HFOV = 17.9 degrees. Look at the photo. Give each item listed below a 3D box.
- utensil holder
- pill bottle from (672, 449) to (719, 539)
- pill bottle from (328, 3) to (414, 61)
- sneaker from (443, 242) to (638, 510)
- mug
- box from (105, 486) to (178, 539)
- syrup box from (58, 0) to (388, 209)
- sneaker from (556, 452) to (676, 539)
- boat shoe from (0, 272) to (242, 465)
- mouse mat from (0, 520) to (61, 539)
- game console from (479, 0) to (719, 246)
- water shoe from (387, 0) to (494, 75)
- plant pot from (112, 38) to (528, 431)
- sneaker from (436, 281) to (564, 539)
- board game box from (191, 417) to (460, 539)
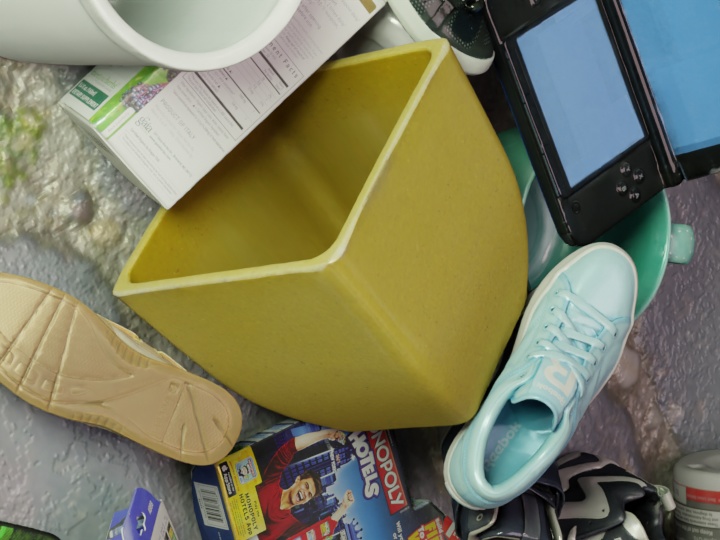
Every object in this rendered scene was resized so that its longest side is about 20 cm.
[{"bbox_3d":[-0.151,-0.205,1.369,0.169,0.200,0.171,-4,97,-38],"label":"utensil holder"},{"bbox_3d":[0.308,0.249,1.817,0.114,0.114,0.201,-8,99,-37],"label":"pill bottle"},{"bbox_3d":[0.062,-0.214,1.589,0.200,0.112,0.113,-52,121,-22],"label":"pill bottle"},{"bbox_3d":[0.128,0.072,1.486,0.074,0.082,0.201,30,84,-9],"label":"sneaker"},{"bbox_3d":[0.142,-0.021,1.666,0.185,0.114,0.152,45,67,-32],"label":"mug"},{"bbox_3d":[-0.126,0.244,1.482,0.041,0.119,0.201,-19,108,9],"label":"box"},{"bbox_3d":[-0.088,-0.141,1.465,0.200,0.079,0.081,-44,120,-6],"label":"syrup box"},{"bbox_3d":[0.155,0.214,1.685,0.199,0.129,0.080,-34,112,-31],"label":"sneaker"},{"bbox_3d":[-0.173,0.065,1.458,0.200,0.069,0.074,32,81,-13],"label":"boat shoe"},{"bbox_3d":[-0.260,0.245,1.401,0.160,0.008,0.201,17,65,-32],"label":"mouse mat"},{"bbox_3d":[0.196,-0.139,1.554,0.171,0.118,0.201,-34,110,-36],"label":"game console"},{"bbox_3d":[0.043,-0.220,1.457,0.200,0.079,0.072,59,27,-8],"label":"water shoe"},{"bbox_3d":[0.000,0.000,1.487,0.200,0.194,0.196,52,49,-31],"label":"plant pot"},{"bbox_3d":[0.123,0.110,1.562,0.077,0.146,0.203,17,127,-18],"label":"sneaker"},{"bbox_3d":[-0.016,0.186,1.593,0.199,0.062,0.201,-24,107,-36],"label":"board game box"}]
